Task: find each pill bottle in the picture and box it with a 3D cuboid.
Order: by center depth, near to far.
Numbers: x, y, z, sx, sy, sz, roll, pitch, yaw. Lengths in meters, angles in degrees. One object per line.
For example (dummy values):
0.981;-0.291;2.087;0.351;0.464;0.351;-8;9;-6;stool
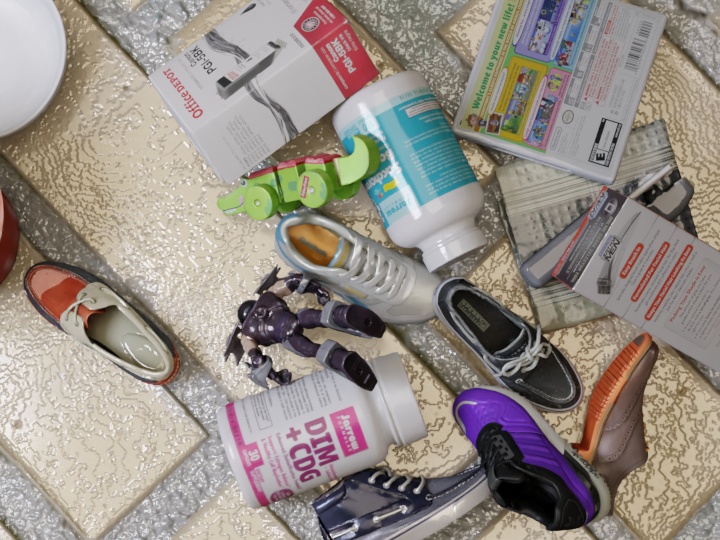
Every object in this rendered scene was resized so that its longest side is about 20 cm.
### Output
-0.039;0.162;1.713;0.200;0.113;0.113;-21;84;-1;pill bottle
0.059;-0.101;1.738;0.111;0.111;0.200;-27;84;-1;pill bottle

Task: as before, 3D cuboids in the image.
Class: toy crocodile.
-0.066;-0.093;1.725;0.200;0.067;0.062;-12;95;37;toy crocodile

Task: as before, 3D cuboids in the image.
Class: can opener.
0.261;-0.040;1.730;0.200;0.053;0.067;-40;87;-2;can opener

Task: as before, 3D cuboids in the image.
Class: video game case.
0.214;-0.210;1.773;0.182;0.022;0.200;18;78;7;video game case

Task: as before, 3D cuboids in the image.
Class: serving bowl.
-0.410;-0.232;1.783;0.200;0.066;0.200;0;84;2;serving bowl

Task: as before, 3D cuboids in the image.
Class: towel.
0.256;-0.048;1.774;0.200;0.035;0.193;-15;87;-3;towel

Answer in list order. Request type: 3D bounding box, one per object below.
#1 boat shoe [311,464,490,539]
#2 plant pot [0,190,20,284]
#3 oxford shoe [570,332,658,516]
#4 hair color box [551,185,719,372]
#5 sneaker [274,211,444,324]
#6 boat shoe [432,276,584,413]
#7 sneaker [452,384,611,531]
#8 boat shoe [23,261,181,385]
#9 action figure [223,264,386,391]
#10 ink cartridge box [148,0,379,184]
0.043;0.234;1.724;0.200;0.075;0.093;-31;91;-2;boat shoe
-0.445;-0.044;1.701;0.201;0.195;0.201;0;84;1;plant pot
0.273;0.162;1.730;0.073;0.071;0.200;24;100;-3;oxford shoe
0.312;0.009;1.704;0.200;0.064;0.111;29;95;-22;hair color box
0.000;0.000;1.745;0.200;0.081;0.077;23;84;2;sneaker
0.162;0.080;1.723;0.074;0.068;0.199;-45;101;-5;boat shoe
0.155;0.192;1.681;0.200;0.099;0.070;39;127;29;sneaker
-0.277;0.054;1.755;0.200;0.063;0.071;36;88;5;boat shoe
-0.063;0.063;1.681;0.200;0.069;0.130;14;80;47;action figure
-0.104;-0.204;1.730;0.200;0.083;0.147;-37;41;-3;ink cartridge box
